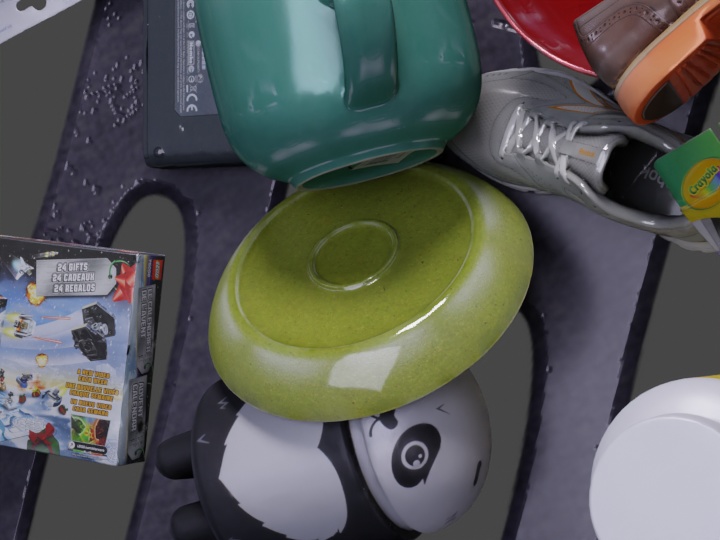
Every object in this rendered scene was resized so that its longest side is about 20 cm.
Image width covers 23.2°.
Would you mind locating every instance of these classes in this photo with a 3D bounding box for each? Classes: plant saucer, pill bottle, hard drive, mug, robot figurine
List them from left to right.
[{"bbox_3d":[-0.043,-0.137,1.095,0.198,0.033,0.141,-1,88,24],"label":"hard drive"},{"bbox_3d":[-0.021,0.108,1.026,0.198,0.125,0.151,-18,118,22],"label":"robot figurine"},{"bbox_3d":[-0.015,-0.110,0.964,0.151,0.185,0.116,-16,86,26],"label":"mug"},{"bbox_3d":[0.000,0.000,1.004,0.198,0.031,0.201,-14,41,12],"label":"plant saucer"},{"bbox_3d":[0.182,0.110,0.897,0.111,0.200,0.113,-1,87,23],"label":"pill bottle"}]

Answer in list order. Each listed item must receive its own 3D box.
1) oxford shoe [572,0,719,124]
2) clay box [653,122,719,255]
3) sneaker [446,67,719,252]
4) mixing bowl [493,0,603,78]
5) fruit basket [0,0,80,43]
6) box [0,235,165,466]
[{"bbox_3d":[0.186,-0.166,0.860,0.200,0.071,0.073,-44,68,17],"label":"oxford shoe"},{"bbox_3d":[0.252,-0.011,0.885,0.200,0.048,0.115,48,142,-9],"label":"clay box"},{"bbox_3d":[0.125,-0.070,0.987,0.198,0.092,0.076,20,97,24],"label":"sneaker"},{"bbox_3d":[0.169,-0.198,0.963,0.198,0.108,0.203,-1,88,25],"label":"mixing bowl"},{"bbox_3d":[-0.248,-0.260,1.175,0.184,0.094,0.202,-24,95,22],"label":"fruit basket"},{"bbox_3d":[-0.229,0.047,1.168,0.198,0.040,0.139,7,92,24],"label":"box"}]
